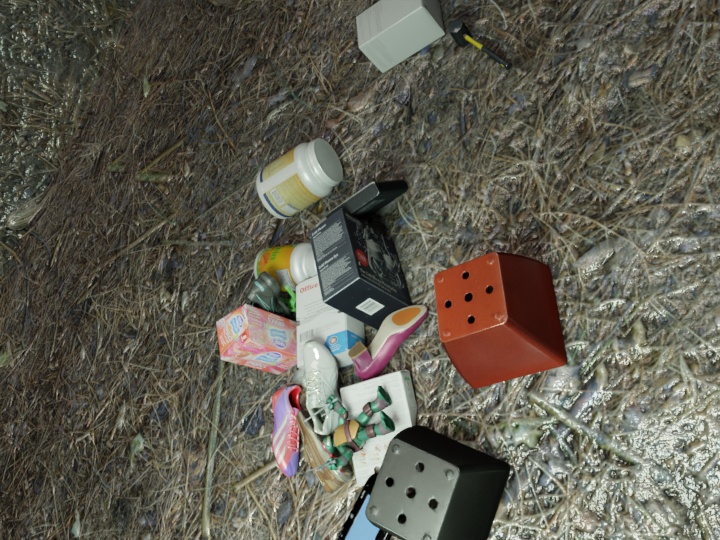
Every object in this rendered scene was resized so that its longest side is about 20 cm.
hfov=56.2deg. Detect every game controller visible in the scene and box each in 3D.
[{"bbox_3d":[0.013,0.501,1.304,0.103,0.042,0.203,26,87,38],"label":"game controller"}]

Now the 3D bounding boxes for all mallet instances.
[{"bbox_3d":[0.275,-0.524,1.564,0.041,0.066,0.201,-47,48,9],"label":"mallet"}]

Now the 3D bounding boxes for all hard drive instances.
[{"bbox_3d":[0.019,-0.155,1.524,0.138,0.199,0.033,-33,85,23],"label":"hard drive"}]

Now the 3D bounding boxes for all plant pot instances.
[{"bbox_3d":[0.117,0.384,1.158,0.197,0.177,0.203,17,79,32],"label":"plant pot"},{"bbox_3d":[0.238,0.077,1.230,0.197,0.175,0.204,-21,57,30],"label":"plant pot"}]

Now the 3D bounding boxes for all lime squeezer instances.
[{"bbox_3d":[-0.168,0.067,1.636,0.038,0.071,0.200,-42,6,-18],"label":"lime squeezer"}]

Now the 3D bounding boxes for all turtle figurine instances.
[{"bbox_3d":[-0.026,0.318,1.338,0.198,0.100,0.152,-32,54,17],"label":"turtle figurine"}]

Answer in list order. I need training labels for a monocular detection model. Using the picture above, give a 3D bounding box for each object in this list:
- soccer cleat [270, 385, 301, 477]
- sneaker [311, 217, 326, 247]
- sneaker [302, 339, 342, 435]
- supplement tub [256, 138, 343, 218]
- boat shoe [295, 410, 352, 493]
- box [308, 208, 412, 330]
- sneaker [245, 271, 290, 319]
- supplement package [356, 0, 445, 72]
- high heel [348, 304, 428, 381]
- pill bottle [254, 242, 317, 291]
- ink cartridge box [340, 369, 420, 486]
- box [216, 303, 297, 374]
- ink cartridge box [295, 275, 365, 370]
[{"bbox_3d":[-0.158,0.355,1.509,0.076,0.066,0.203,-29,50,23],"label":"soccer cleat"},{"bbox_3d":[-0.073,-0.082,1.586,0.098,0.076,0.200,-12,17,30],"label":"sneaker"},{"bbox_3d":[-0.084,0.249,1.426,0.069,0.080,0.205,-15,92,28],"label":"sneaker"},{"bbox_3d":[-0.156,-0.237,1.735,0.197,0.144,0.147,-26,55,28],"label":"supplement tub"},{"bbox_3d":[-0.094,0.382,1.434,0.072,0.075,0.201,-50,45,11],"label":"boat shoe"},{"bbox_3d":[0.000,0.000,1.450,0.103,0.199,0.185,-33,52,24],"label":"box"},{"bbox_3d":[-0.225,0.081,1.605,0.075,0.202,0.079,33,67,27],"label":"sneaker"},{"bbox_3d":[0.101,-0.627,1.726,0.197,0.117,0.119,-23,55,30],"label":"supplement package"},{"bbox_3d":[0.071,0.157,1.434,0.199,0.097,0.067,-38,38,-8],"label":"high heel"},{"bbox_3d":[-0.157,-0.008,1.648,0.197,0.110,0.114,-6,65,38],"label":"pill bottle"},{"bbox_3d":[0.047,0.322,1.377,0.159,0.050,0.205,-21,75,31],"label":"ink cartridge box"},{"bbox_3d":[-0.225,0.162,1.559,0.101,0.199,0.096,-29,58,24],"label":"box"},{"bbox_3d":[-0.069,0.116,1.532,0.144,0.085,0.204,-22,56,30],"label":"ink cartridge box"}]
